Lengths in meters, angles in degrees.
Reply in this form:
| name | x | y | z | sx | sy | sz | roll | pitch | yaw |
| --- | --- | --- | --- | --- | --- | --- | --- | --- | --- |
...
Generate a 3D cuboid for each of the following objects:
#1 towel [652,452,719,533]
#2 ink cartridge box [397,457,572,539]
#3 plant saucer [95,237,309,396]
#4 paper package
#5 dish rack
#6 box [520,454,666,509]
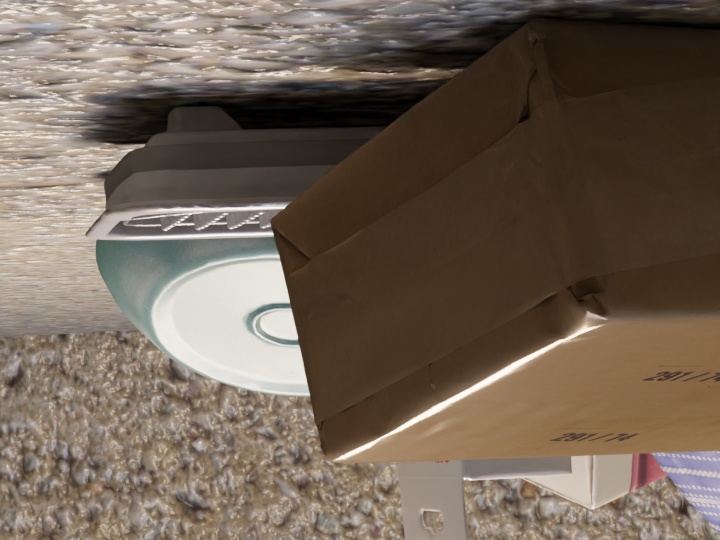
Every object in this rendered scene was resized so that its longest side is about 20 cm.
| name | x | y | z | sx | sy | sz | roll | pitch | yaw |
| --- | --- | --- | --- | --- | --- | --- | --- | --- | --- |
| towel | 0.177 | 0.073 | 1.238 | 0.024 | 0.200 | 0.145 | -49 | -156 | -23 |
| ink cartridge box | 0.066 | 0.057 | 1.448 | 0.067 | 0.201 | 0.117 | -1 | 177 | -18 |
| plant saucer | -0.033 | 0.014 | 1.278 | 0.199 | 0.036 | 0.200 | 3 | 150 | 2 |
| paper package | 0.098 | -0.005 | 0.902 | 0.199 | 0.104 | 0.190 | -1 | 162 | -31 |
| dish rack | -0.025 | -0.039 | 1.065 | 0.171 | 0.044 | 0.200 | -3 | 177 | -10 |
| box | 0.178 | 0.057 | 1.676 | 0.199 | 0.109 | 0.128 | -20 | -154 | -34 |
